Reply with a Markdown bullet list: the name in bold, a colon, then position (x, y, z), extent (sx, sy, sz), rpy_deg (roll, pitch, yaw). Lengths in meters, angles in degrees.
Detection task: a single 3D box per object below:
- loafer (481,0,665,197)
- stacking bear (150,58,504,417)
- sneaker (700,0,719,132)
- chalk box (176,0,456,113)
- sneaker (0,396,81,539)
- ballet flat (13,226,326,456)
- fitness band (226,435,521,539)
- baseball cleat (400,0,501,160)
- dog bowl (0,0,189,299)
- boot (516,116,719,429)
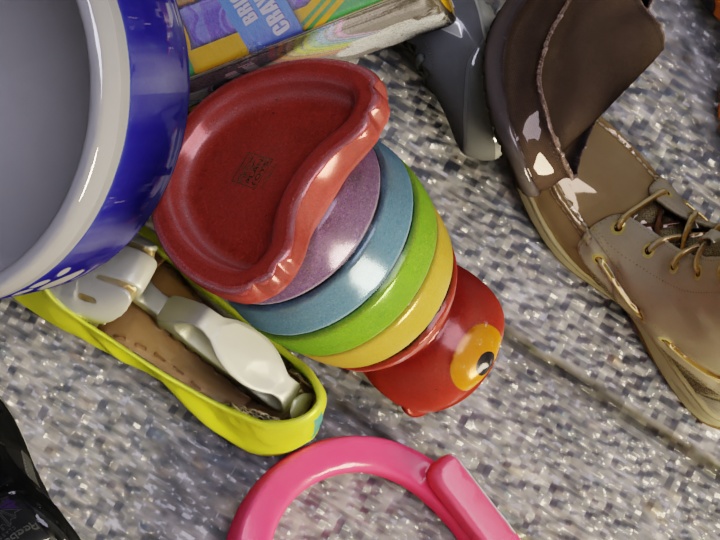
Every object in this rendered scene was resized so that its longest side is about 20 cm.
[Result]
- **loafer**: position (0.113, -0.120, 1.298), extent (0.073, 0.071, 0.201), rpy_deg (62, 34, -40)
- **stacking bear**: position (0.000, 0.000, 1.237), extent (0.200, 0.113, 0.122), rpy_deg (43, 73, -43)
- **sneaker**: position (0.240, -0.113, 1.381), extent (0.092, 0.076, 0.201), rpy_deg (-6, 83, -23)
- **chalk box**: position (-0.071, -0.148, 1.240), extent (0.199, 0.124, 0.124), rpy_deg (-19, 86, 7)
- **sneaker**: position (-0.168, 0.107, 1.197), extent (0.076, 0.088, 0.200), rpy_deg (-34, 91, -20)
- **ballet flat**: position (-0.097, 0.018, 1.248), extent (0.200, 0.067, 0.067), rpy_deg (37, 72, -8)
- **fitness band**: position (0.019, 0.174, 1.276), extent (0.143, 0.037, 0.200), rpy_deg (-36, 91, -18)
- **baseball cleat**: position (0.014, -0.145, 1.324), extent (0.106, 0.070, 0.201), rpy_deg (-13, 82, -4)
- **dog bowl**: position (-0.179, -0.085, 1.173), extent (0.079, 0.199, 0.201), rpy_deg (-10, 81, -62)
- **boot**: position (0.166, -0.015, 1.292), extent (0.073, 0.155, 0.200), rpy_deg (-36, 91, -20)
